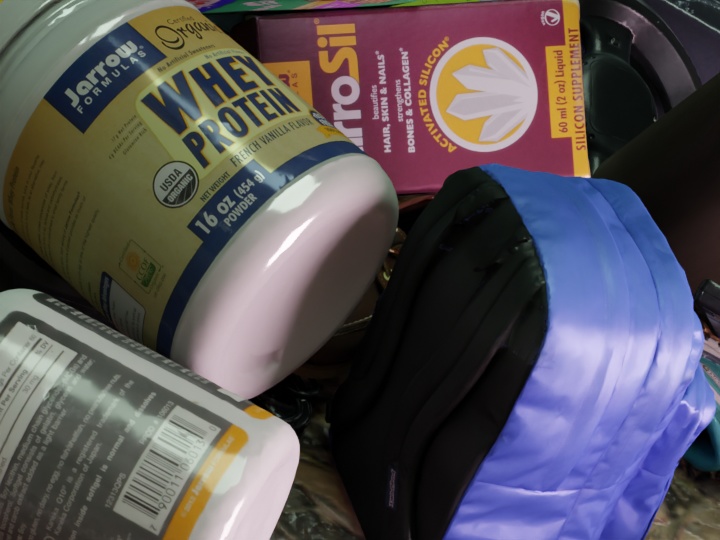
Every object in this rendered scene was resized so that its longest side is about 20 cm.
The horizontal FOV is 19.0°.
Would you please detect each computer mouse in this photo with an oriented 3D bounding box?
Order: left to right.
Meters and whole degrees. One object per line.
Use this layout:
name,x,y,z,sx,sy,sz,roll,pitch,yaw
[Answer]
computer mouse,-0.120,0.026,1.134,0.199,0.053,0.139,26,27,-17

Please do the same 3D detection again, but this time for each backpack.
backpack,0.087,0.049,1.071,0.167,0.201,0.163,2,35,-28

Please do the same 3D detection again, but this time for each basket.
basket,0.241,-0.056,1.297,0.179,0.200,0.137,3,68,-35

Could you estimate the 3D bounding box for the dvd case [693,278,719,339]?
dvd case,0.263,0.056,1.241,0.142,0.018,0.200,31,0,14

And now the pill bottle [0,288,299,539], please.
pill bottle,-0.137,0.079,0.973,0.199,0.117,0.116,27,32,11

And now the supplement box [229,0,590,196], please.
supplement box,0.029,-0.100,1.283,0.198,0.111,0.086,-5,2,-13

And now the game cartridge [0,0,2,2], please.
game cartridge,-0.207,-0.124,1.329,0.175,0.033,0.201,9,36,-19

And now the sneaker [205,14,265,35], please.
sneaker,-0.066,-0.175,1.405,0.199,0.090,0.078,15,26,-48

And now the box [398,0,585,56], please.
box,0.070,-0.132,1.410,0.047,0.123,0.199,3,12,44

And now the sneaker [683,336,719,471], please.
sneaker,0.129,0.055,1.212,0.198,0.078,0.080,19,40,-4

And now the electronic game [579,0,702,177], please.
electronic game,0.161,-0.103,1.415,0.199,0.042,0.202,15,64,-34

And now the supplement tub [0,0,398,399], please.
supplement tub,-0.095,-0.047,1.055,0.200,0.145,0.144,41,36,20

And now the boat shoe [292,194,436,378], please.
boat shoe,0.000,0.000,1.184,0.070,0.070,0.200,40,25,6

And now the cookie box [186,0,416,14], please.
cookie box,-0.062,-0.185,1.212,0.198,0.076,0.171,-3,3,-25

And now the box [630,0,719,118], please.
box,0.268,-0.157,1.574,0.196,0.118,0.200,32,34,18
